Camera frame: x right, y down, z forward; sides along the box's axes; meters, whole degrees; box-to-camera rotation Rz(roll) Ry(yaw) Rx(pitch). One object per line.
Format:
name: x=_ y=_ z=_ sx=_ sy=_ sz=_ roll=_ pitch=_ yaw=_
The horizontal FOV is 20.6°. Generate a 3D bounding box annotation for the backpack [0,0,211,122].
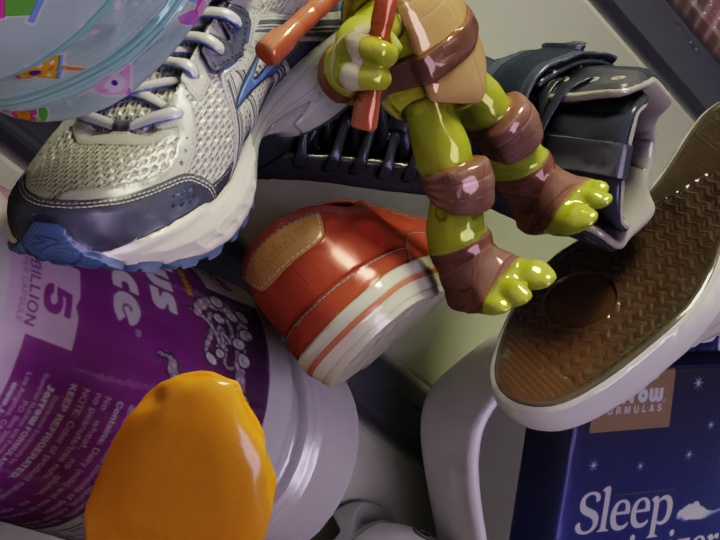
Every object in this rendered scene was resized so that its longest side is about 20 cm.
backpack: x=-0.127 y=-0.125 z=0.587 sx=0.127 sy=0.200 sz=0.167 roll=31 pitch=81 yaw=-42

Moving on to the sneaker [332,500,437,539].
sneaker: x=-0.015 y=0.203 z=0.859 sx=0.074 sy=0.089 sz=0.200 roll=30 pitch=84 yaw=-43

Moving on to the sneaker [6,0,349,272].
sneaker: x=-0.061 y=-0.070 z=0.658 sx=0.200 sy=0.077 sz=0.085 roll=-55 pitch=147 yaw=-53

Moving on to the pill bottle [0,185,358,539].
pill bottle: x=-0.096 y=0.043 z=0.722 sx=0.200 sy=0.112 sz=0.112 roll=25 pitch=86 yaw=-43

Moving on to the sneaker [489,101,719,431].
sneaker: x=0.132 y=0.015 z=0.829 sx=0.200 sy=0.073 sz=0.085 roll=-42 pitch=137 yaw=-28

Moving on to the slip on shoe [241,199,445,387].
slip on shoe: x=0.000 y=0.000 z=0.770 sx=0.074 sy=0.061 sz=0.200 roll=-44 pitch=175 yaw=10

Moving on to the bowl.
bowl: x=0.110 y=0.092 z=0.942 sx=0.200 sy=0.075 sz=0.200 roll=-31 pitch=122 yaw=-31

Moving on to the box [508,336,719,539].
box: x=0.119 y=0.104 z=0.885 sx=0.121 sy=0.032 sz=0.200 roll=-1 pitch=102 yaw=-40

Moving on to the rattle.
rattle: x=-0.039 y=0.102 z=0.696 sx=0.200 sy=0.130 sz=0.143 roll=9 pitch=92 yaw=-53

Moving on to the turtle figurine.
turtle figurine: x=0.021 y=-0.066 z=0.678 sx=0.161 sy=0.064 sz=0.200 roll=64 pitch=31 yaw=-22

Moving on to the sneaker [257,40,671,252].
sneaker: x=0.030 y=-0.058 z=0.781 sx=0.202 sy=0.146 sz=0.077 roll=-1 pitch=105 yaw=-39
